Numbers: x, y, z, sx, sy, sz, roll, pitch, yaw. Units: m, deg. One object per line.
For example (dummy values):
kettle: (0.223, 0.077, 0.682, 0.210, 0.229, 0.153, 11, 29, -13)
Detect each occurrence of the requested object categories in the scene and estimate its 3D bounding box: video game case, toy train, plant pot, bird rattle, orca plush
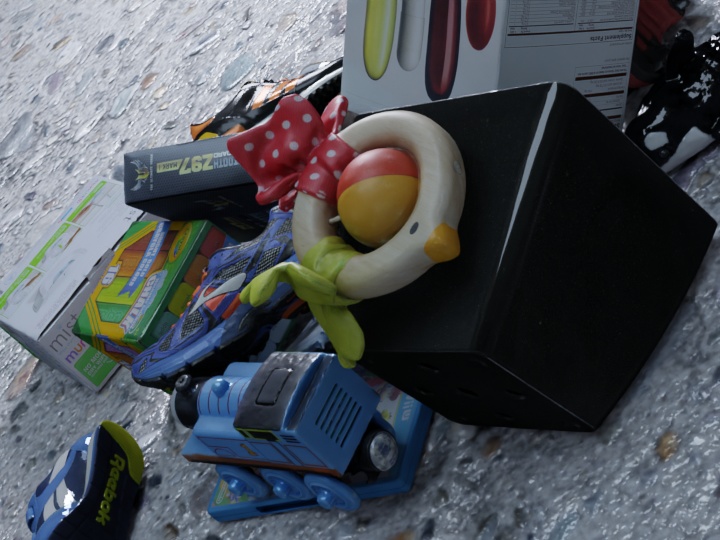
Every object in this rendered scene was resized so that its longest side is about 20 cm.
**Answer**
video game case: (-0.026, 0.126, 1.103, 0.200, 0.018, 0.143, -16, 40, 37)
toy train: (-0.062, 0.116, 1.029, 0.200, 0.114, 0.087, -2, 49, 47)
plant pot: (0.099, 0.006, 0.962, 0.199, 0.200, 0.178, -2, 63, 46)
bird rattle: (-0.001, -0.041, 0.910, 0.163, 0.113, 0.200, -20, 47, 28)
orca plush: (0.274, -0.158, 1.061, 0.200, 0.071, 0.105, -34, 32, 13)

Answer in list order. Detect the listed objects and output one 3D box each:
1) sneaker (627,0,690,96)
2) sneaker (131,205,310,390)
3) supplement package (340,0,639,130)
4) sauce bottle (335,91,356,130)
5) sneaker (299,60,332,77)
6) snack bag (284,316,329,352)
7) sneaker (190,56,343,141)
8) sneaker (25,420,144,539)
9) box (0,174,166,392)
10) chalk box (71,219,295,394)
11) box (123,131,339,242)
sneaker: (0.222, -0.205, 1.174, 0.098, 0.071, 0.200, -36, 17, 41)
sneaker: (-0.102, 0.025, 1.093, 0.200, 0.075, 0.078, -37, 68, 5)
supplement package: (0.100, -0.209, 1.079, 0.147, 0.200, 0.191, -10, 23, -36)
sauce bottle: (0.019, -0.161, 1.284, 0.200, 0.065, 0.065, -39, 31, 13)
sneaker: (-0.080, -0.147, 1.443, 0.200, 0.070, 0.109, -13, 36, 49)
snack bag: (0.000, 0.000, 1.139, 0.200, 0.021, 0.189, -51, 5, -22)
sneaker: (-0.076, -0.166, 1.332, 0.200, 0.070, 0.090, -35, 58, -7)
sneaker: (-0.249, 0.222, 1.190, 0.082, 0.074, 0.200, -27, 27, 27)
box: (-0.281, 0.007, 1.458, 0.200, 0.097, 0.176, -52, 33, -16)
chalk box: (-0.142, 0.037, 1.207, 0.200, 0.124, 0.125, -1, 58, 57)
box: (-0.092, -0.072, 1.226, 0.158, 0.200, 0.051, -7, 78, 22)
